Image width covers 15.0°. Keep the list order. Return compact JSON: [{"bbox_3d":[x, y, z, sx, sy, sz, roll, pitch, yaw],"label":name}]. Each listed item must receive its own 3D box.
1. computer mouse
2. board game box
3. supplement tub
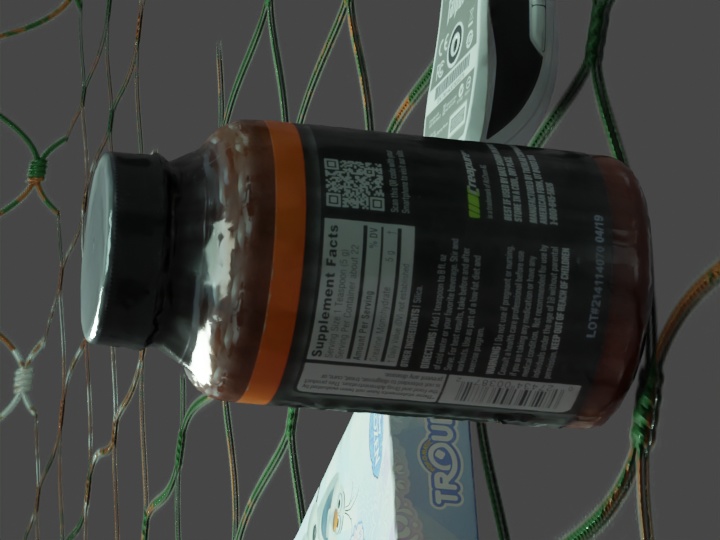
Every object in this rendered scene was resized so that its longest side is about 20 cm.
[{"bbox_3d":[0.062,-0.120,1.150,0.110,0.044,0.200,141,139,-66],"label":"computer mouse"},{"bbox_3d":[0.011,0.170,1.251,0.199,0.043,0.200,113,159,-55],"label":"board game box"},{"bbox_3d":[0.000,0.000,1.010,0.107,0.200,0.107,-174,90,-78],"label":"supplement tub"}]
